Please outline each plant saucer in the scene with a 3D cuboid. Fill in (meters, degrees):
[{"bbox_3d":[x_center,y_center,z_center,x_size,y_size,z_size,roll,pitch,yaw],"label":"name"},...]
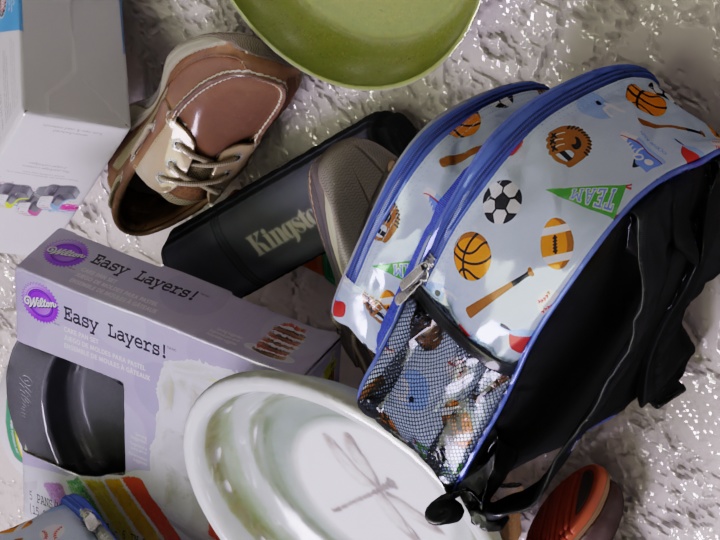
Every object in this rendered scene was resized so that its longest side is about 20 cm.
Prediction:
[{"bbox_3d":[-0.006,-0.190,1.199,0.199,0.031,0.201,22,126,34],"label":"plant saucer"},{"bbox_3d":[0.002,0.119,1.230,0.199,0.050,0.201,24,140,22],"label":"plant saucer"}]

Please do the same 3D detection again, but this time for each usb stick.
[{"bbox_3d":[-0.037,-0.031,1.335,0.200,0.033,0.056,-28,97,42],"label":"usb stick"}]

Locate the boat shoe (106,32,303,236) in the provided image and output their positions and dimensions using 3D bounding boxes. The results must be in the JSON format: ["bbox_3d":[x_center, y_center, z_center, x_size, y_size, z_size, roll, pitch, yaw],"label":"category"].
[{"bbox_3d":[-0.089,-0.071,1.338,0.075,0.072,0.200,14,157,-19],"label":"boat shoe"}]

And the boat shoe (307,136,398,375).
[{"bbox_3d":[0.015,0.024,1.277,0.073,0.074,0.201,-2,118,50],"label":"boat shoe"}]

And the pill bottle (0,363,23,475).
[{"bbox_3d":[-0.126,0.094,1.485,0.199,0.113,0.113,6,121,46],"label":"pill bottle"}]

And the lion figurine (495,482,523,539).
[{"bbox_3d":[0.047,0.170,1.337,0.200,0.072,0.123,-148,58,-84],"label":"lion figurine"}]

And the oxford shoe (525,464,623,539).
[{"bbox_3d":[0.118,0.184,1.337,0.072,0.071,0.201,20,134,0],"label":"oxford shoe"}]

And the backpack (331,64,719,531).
[{"bbox_3d":[0.093,-0.006,1.127,0.154,0.200,0.191,44,128,14],"label":"backpack"}]

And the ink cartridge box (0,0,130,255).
[{"bbox_3d":[-0.203,-0.087,1.433,0.200,0.067,0.116,132,139,-52],"label":"ink cartridge box"}]

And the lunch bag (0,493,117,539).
[{"bbox_3d":[-0.142,0.227,1.367,0.160,0.075,0.201,43,151,44],"label":"lunch bag"}]

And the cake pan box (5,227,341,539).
[{"bbox_3d":[-0.107,0.088,1.350,0.199,0.052,0.185,21,126,22],"label":"cake pan box"}]

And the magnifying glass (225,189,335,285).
[{"bbox_3d":[0.000,0.000,1.356,0.199,0.022,0.080,25,133,32],"label":"magnifying glass"}]
